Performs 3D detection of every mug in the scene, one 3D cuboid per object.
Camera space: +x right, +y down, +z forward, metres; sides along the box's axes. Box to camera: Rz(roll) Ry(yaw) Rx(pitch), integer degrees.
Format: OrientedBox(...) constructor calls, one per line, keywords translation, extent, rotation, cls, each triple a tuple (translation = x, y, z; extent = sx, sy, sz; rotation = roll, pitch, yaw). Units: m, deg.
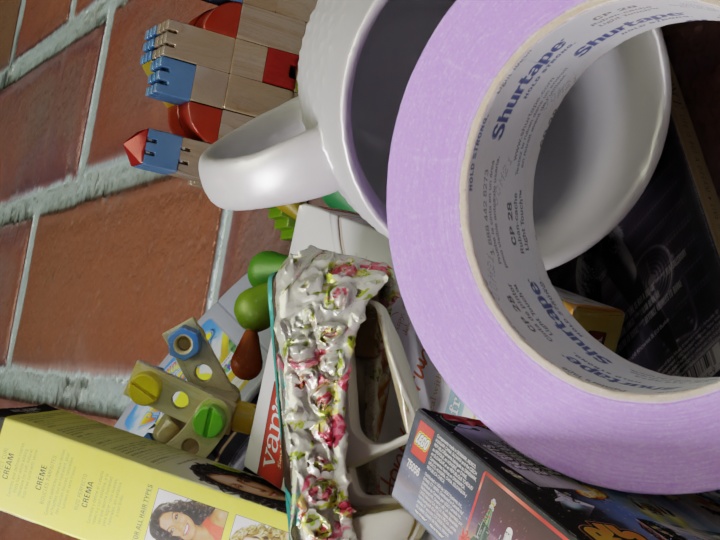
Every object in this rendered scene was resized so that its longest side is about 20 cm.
OrientedBox(translation=(0.019, -0.077, 0.698), extent=(0.175, 0.198, 0.149), rotation=(-135, 22, -71), cls="mug")

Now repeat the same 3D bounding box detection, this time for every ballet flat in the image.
OrientedBox(translation=(-0.002, 0.087, 0.670), extent=(0.076, 0.063, 0.202), rotation=(7, -103, -74), cls="ballet flat")

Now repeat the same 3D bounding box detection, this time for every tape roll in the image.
OrientedBox(translation=(0.110, -0.026, 0.536), extent=(0.198, 0.065, 0.203), rotation=(1, 91, 28), cls="tape roll")

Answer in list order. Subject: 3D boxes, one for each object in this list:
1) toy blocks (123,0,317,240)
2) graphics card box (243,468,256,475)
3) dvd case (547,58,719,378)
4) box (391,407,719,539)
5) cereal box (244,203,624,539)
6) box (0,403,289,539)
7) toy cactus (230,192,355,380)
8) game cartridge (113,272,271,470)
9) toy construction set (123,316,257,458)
OrientedBox(translation=(-0.095, -0.134, 1.070), extent=(0.100, 0.135, 0.202), rotation=(-2, 76, 65), cls="toy blocks")
OrientedBox(translation=(-0.103, 0.206, 0.981), extent=(0.125, 0.051, 0.201), rotation=(-39, 39, 16), cls="graphics card box")
OrientedBox(translation=(0.115, 0.000, 0.700), extent=(0.149, 0.016, 0.202), rotation=(-55, 34, 43), cls="dvd case")
OrientedBox(translation=(0.111, 0.107, 0.513), extent=(0.200, 0.136, 0.040), rotation=(35, 109, 64), cls="box")
OrientedBox(translation=(0.025, 0.060, 0.718), extent=(0.199, 0.039, 0.146), rotation=(21, 101, 49), cls="cereal box")
OrientedBox(translation=(-0.097, 0.122, 0.779), extent=(0.075, 0.198, 0.051), rotation=(11, -85, -78), cls="box")
OrientedBox(translation=(0.000, 0.000, 0.888), extent=(0.164, 0.102, 0.202), rotation=(-12, 64, 43), cls="toy cactus")
OrientedBox(translation=(-0.104, 0.092, 1.008), extent=(0.200, 0.040, 0.133), rotation=(-51, 26, -3), cls="game cartridge")
OrientedBox(translation=(-0.063, 0.134, 0.855), extent=(0.132, 0.199, 0.092), rotation=(-54, -12, 5), cls="toy construction set")
